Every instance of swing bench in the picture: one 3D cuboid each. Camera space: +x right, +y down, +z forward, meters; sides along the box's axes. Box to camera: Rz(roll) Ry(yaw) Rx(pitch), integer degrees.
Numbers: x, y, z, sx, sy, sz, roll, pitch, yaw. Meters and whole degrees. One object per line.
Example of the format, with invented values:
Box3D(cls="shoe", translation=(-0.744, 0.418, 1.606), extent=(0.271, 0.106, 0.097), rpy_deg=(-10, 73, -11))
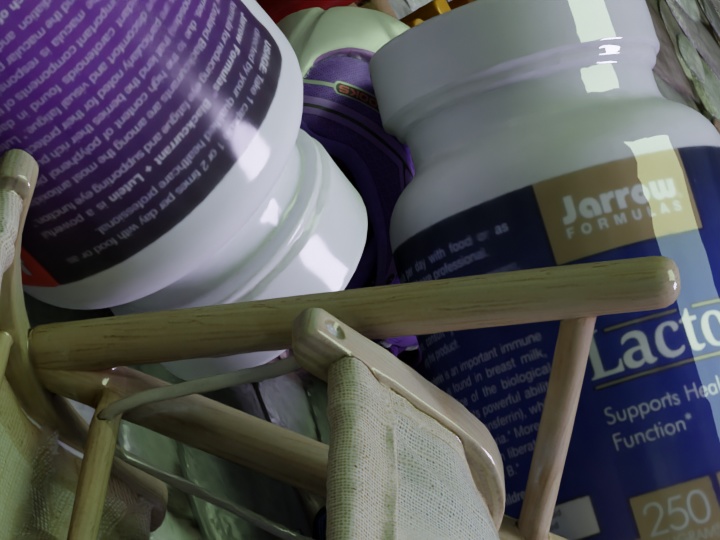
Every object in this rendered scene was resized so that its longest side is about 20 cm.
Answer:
Box3D(cls="swing bench", translation=(-0.021, 0.085, 0.701), extent=(0.199, 0.199, 0.130), rpy_deg=(-84, -177, -56))

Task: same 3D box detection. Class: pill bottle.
Box3D(cls="pill bottle", translation=(-0.087, -0.059, 0.797), extent=(0.200, 0.111, 0.112), rpy_deg=(48, 24, -32))
Box3D(cls="pill bottle", translation=(0.075, 0.014, 0.880), extent=(0.116, 0.115, 0.201), rpy_deg=(3, 68, -67))

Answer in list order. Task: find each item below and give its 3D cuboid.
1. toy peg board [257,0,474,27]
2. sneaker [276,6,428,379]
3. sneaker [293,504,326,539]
Box3D(cls="toy peg board", translation=(0.014, -0.108, 1.129), extent=(0.199, 0.098, 0.200), rpy_deg=(60, 20, -3))
Box3D(cls="sneaker", translation=(0.000, 0.000, 0.977), extent=(0.084, 0.080, 0.200), rpy_deg=(-64, 142, -37))
Box3D(cls="sneaker", translation=(0.002, 0.113, 0.857), extent=(0.078, 0.070, 0.200), rpy_deg=(60, 13, 2))
